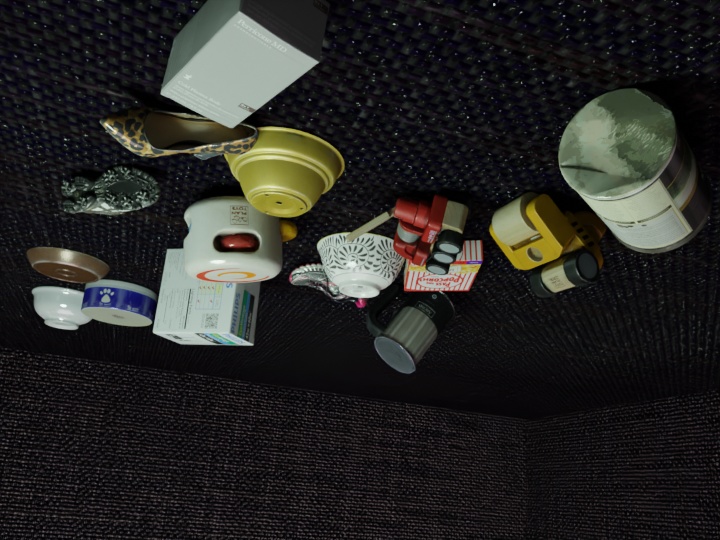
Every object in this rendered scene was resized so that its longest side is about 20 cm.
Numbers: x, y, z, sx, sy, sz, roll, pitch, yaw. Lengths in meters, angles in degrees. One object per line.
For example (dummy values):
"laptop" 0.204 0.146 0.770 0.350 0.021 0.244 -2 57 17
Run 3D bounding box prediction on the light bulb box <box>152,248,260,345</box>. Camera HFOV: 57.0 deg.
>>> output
"light bulb box" -0.342 0.060 1.509 0.196 0.202 0.125 -1 163 18

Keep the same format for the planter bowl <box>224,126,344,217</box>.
"planter bowl" -0.126 -0.141 1.061 0.196 0.085 0.201 4 161 1

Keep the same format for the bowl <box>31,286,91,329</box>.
"bowl" -0.883 0.120 1.978 0.197 0.092 0.202 4 160 1

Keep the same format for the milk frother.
"milk frother" 0.114 0.154 1.626 0.179 0.188 0.202 24 146 31

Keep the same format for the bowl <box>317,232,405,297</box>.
"bowl" 0.000 0.000 1.414 0.196 0.096 0.201 5 160 2

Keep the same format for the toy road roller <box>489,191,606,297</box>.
"toy road roller" 0.340 -0.063 1.161 0.201 0.146 0.123 49 150 -7

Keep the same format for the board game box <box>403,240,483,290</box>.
"board game box" 0.171 -0.008 1.409 0.148 0.047 0.200 -1 161 1

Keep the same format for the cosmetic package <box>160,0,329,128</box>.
"cosmetic package" -0.134 -0.250 0.749 0.106 0.092 0.198 21 158 -32

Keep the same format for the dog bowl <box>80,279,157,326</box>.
"dog bowl" -0.678 0.094 1.869 0.196 0.080 0.201 4 161 1

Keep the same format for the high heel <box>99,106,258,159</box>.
"high heel" -0.245 -0.201 0.927 0.141 0.073 0.198 -6 173 39

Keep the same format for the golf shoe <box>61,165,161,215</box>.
"golf shoe" -0.430 -0.139 1.183 0.196 0.080 0.094 0 178 18

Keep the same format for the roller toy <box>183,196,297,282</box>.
"roller toy" -0.234 -0.060 1.230 0.197 0.143 0.182 -8 168 27

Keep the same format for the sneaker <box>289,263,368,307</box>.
"sneaker" -0.070 0.033 1.554 0.196 0.076 0.081 9 160 -10

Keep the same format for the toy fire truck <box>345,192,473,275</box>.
"toy fire truck" 0.081 -0.069 1.184 0.196 0.131 0.176 17 161 1

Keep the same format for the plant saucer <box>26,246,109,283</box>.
"plant saucer" -0.735 -0.008 1.667 0.196 0.035 0.201 3 161 1

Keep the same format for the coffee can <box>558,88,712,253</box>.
"coffee can" 0.369 -0.126 0.884 0.144 0.149 0.199 -10 156 37
